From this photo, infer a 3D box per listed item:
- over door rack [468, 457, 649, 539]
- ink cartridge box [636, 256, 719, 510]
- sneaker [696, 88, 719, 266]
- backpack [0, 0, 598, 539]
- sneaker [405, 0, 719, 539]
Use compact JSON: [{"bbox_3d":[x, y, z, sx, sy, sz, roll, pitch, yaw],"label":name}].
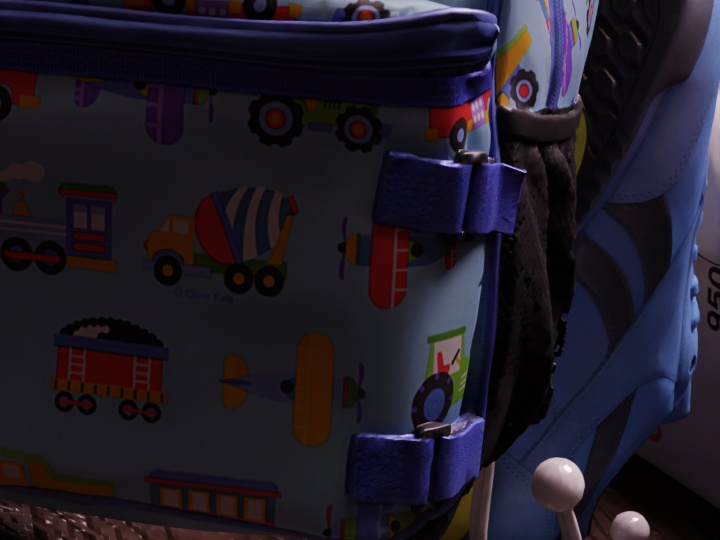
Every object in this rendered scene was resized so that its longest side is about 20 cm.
[{"bbox_3d":[0.015,0.069,0.544,0.199,0.067,0.148,18,10,-21],"label":"over door rack"},{"bbox_3d":[0.189,0.035,0.829,0.084,0.145,0.200,-20,32,-27],"label":"ink cartridge box"},{"bbox_3d":[0.058,-0.053,0.787,0.129,0.080,0.200,-15,44,-14],"label":"sneaker"},{"bbox_3d":[-0.035,-0.058,0.493,0.181,0.201,0.135,11,14,10],"label":"backpack"},{"bbox_3d":[0.069,-0.002,0.648,0.078,0.201,0.066,6,28,-28],"label":"sneaker"}]
